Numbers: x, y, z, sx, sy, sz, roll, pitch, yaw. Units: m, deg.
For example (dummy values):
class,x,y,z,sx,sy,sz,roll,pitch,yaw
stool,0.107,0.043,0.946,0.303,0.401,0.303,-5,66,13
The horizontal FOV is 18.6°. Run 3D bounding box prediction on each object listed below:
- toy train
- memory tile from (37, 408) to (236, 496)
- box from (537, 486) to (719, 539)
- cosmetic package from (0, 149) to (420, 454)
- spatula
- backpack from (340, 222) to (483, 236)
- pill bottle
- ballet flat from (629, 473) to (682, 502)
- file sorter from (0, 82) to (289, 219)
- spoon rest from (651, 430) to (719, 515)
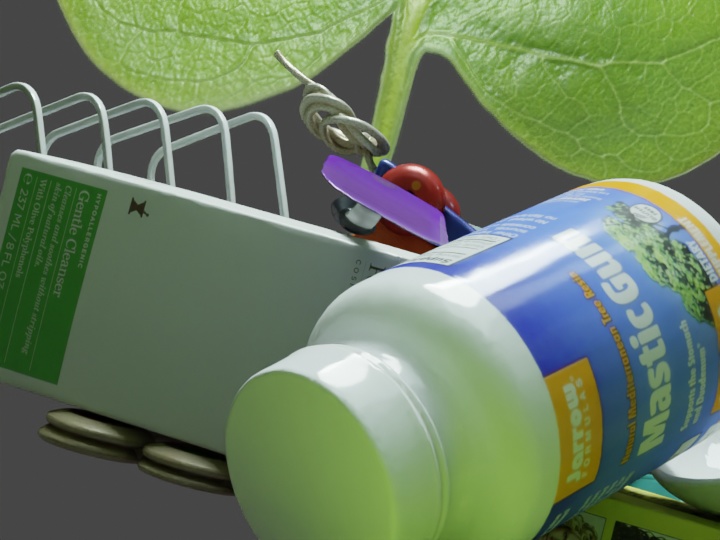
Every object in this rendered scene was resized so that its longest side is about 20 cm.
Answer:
class,x,y,z,sx,sy,sz,roll,pitch,yaw
toy train,0.000,0.000,1.064,0.200,0.116,0.085,39,1,10
memory tile,-0.042,0.090,1.020,0.153,0.017,0.200,15,1,22
box,0.143,0.123,0.876,0.199,0.050,0.075,15,2,19
cosmetic package,-0.066,0.022,0.980,0.199,0.108,0.085,14,1,25
spatula,0.002,-0.026,0.931,0.056,0.021,0.200,28,-4,-5
backpack,0.039,0.036,1.197,0.167,0.127,0.200,31,9,2
pill bottle,0.050,0.043,0.810,0.112,0.112,0.200,15,27,40
ballet flat,0.138,0.121,1.034,0.067,0.068,0.200,34,2,-12
file sorter,-0.155,-0.035,1.347,0.200,0.125,0.139,3,-13,-45
spoon rest,0.195,0.048,0.909,0.099,0.061,0.200,-9,11,45
